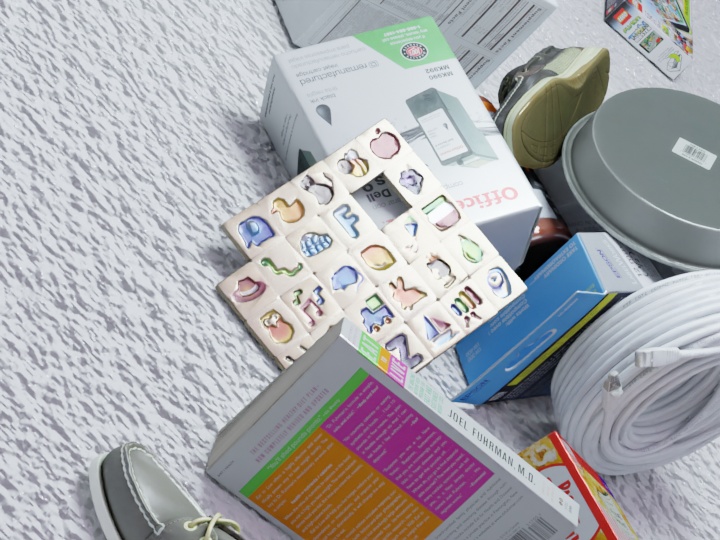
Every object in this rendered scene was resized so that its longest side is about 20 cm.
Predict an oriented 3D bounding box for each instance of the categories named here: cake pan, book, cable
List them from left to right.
[{"bbox_3d":[0.021,0.136,1.455,0.200,0.134,0.048,40,26,-14],"label":"book"},{"bbox_3d":[0.240,0.082,1.782,0.199,0.200,0.069,-14,58,-26],"label":"cable"},{"bbox_3d":[0.259,-0.077,1.821,0.199,0.037,0.201,12,40,-11],"label":"cake pan"}]

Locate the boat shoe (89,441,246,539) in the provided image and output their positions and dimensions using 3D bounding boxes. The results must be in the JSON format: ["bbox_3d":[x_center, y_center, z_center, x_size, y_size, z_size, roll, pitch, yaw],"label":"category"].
[{"bbox_3d":[-0.085,0.177,1.322,0.202,0.060,0.072,56,27,18],"label":"boat shoe"}]

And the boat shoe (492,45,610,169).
[{"bbox_3d":[0.143,-0.136,1.865,0.066,0.072,0.201,10,27,25],"label":"boat shoe"}]

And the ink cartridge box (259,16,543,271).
[{"bbox_3d":[0.030,-0.083,1.764,0.145,0.084,0.200,-17,60,-22],"label":"ink cartridge box"}]

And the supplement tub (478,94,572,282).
[{"bbox_3d":[0.087,-0.072,1.876,0.107,0.107,0.201,10,44,-50],"label":"supplement tub"}]

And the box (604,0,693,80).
[{"bbox_3d":[0.334,-0.306,2.654,0.110,0.035,0.200,39,27,-15],"label":"box"}]

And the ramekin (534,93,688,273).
[{"bbox_3d":[0.222,-0.041,1.940,0.201,0.200,0.098,47,35,2],"label":"ramekin"}]

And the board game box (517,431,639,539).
[{"bbox_3d":[0.185,0.225,1.619,0.201,0.046,0.151,61,8,26],"label":"board game box"}]

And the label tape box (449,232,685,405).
[{"bbox_3d":[0.152,0.036,1.779,0.200,0.143,0.066,0,51,-56],"label":"label tape box"}]

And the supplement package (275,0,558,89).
[{"bbox_3d":[0.037,-0.265,2.021,0.199,0.151,0.152,21,35,-41],"label":"supplement package"}]

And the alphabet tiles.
[{"bbox_3d":[0.000,0.000,1.638,0.200,0.008,0.167,-35,80,-30],"label":"alphabet tiles"}]
